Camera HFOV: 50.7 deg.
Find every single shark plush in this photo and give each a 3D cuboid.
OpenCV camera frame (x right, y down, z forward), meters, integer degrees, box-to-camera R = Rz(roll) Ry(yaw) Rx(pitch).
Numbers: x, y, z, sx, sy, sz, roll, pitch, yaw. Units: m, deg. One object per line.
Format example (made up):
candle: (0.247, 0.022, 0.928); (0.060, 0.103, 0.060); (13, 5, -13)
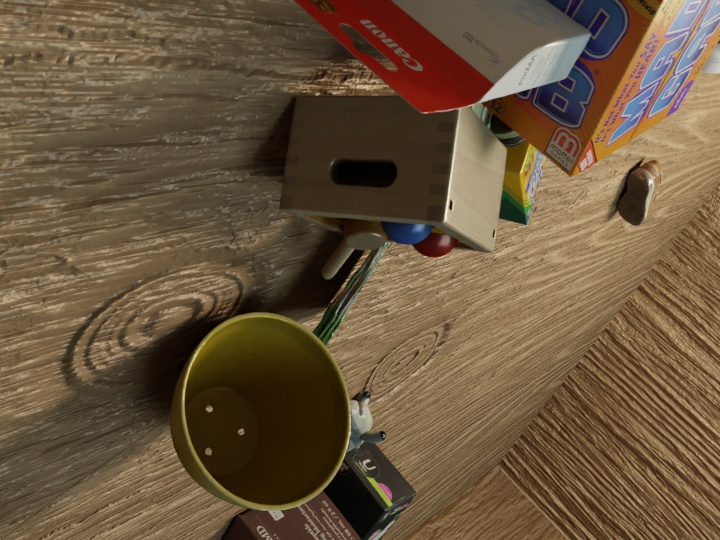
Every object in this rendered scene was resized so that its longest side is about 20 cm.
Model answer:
shark plush: (-0.040, 0.279, 1.332); (0.082, 0.092, 0.200); (3, 151, -35)

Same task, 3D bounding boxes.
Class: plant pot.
plant pot: (-0.128, 0.165, 0.836); (0.198, 0.203, 0.141); (-25, 176, -40)

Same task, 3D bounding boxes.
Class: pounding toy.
pounding toy: (0.019, -0.064, 0.710); (0.183, 0.196, 0.145); (17, 81, -64)

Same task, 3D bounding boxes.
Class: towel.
towel: (0.000, 0.000, 0.899); (0.202, 0.023, 0.153); (-59, 180, 22)

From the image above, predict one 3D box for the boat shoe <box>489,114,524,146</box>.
boat shoe: (0.219, -0.202, 0.860); (0.202, 0.071, 0.066); (-52, 128, -25)

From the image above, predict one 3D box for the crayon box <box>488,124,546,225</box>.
crayon box: (0.201, -0.155, 0.963); (0.200, 0.051, 0.128); (48, 59, -66)

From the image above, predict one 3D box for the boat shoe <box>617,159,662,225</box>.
boat shoe: (0.635, -0.172, 1.706); (0.072, 0.076, 0.201); (-41, 158, -15)

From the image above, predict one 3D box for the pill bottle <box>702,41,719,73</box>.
pill bottle: (0.567, -0.411, 1.161); (0.115, 0.116, 0.201); (-35, 155, -22)

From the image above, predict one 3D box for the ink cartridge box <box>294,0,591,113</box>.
ink cartridge box: (0.063, -0.198, 0.586); (0.198, 0.160, 0.048); (-22, 150, -42)

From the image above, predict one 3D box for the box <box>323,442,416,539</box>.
box: (-0.014, 0.473, 1.526); (0.123, 0.149, 0.202); (-2, 132, -55)

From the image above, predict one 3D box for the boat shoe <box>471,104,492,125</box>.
boat shoe: (0.113, -0.151, 0.861); (0.062, 0.073, 0.203); (-25, 142, -30)

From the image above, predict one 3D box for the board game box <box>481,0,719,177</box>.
board game box: (0.215, -0.254, 0.704); (0.198, 0.200, 0.202); (-29, 152, -33)

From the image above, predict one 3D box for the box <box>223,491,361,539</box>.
box: (-0.135, 0.515, 1.365); (0.198, 0.166, 0.166); (-12, 141, -53)
